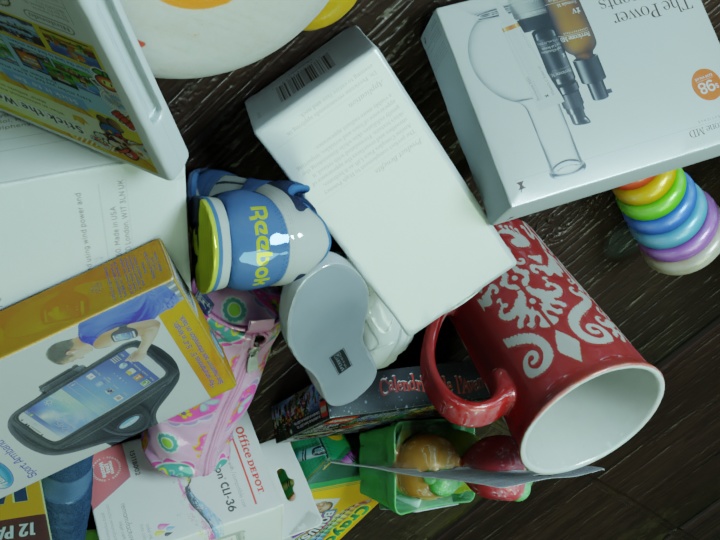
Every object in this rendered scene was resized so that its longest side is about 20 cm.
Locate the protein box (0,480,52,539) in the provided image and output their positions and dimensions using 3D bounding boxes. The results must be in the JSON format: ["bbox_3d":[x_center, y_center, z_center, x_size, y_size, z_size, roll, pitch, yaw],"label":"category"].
[{"bbox_3d":[-0.316,0.206,0.726,0.134,0.200,0.199,-5,134,-26],"label":"protein box"}]

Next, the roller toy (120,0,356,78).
[{"bbox_3d":[-0.096,-0.196,0.489,0.182,0.140,0.200,-22,139,-7],"label":"roller toy"}]

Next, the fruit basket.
[{"bbox_3d":[0.102,0.196,0.927,0.185,0.200,0.094,6,89,-49],"label":"fruit basket"}]

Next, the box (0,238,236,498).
[{"bbox_3d":[-0.187,0.070,0.585,0.200,0.042,0.119,-27,140,-6],"label":"box"}]

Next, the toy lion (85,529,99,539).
[{"bbox_3d":[-0.267,0.311,0.947,0.199,0.069,0.192,1,138,-31],"label":"toy lion"}]

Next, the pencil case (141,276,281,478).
[{"bbox_3d":[-0.124,0.087,0.804,0.087,0.088,0.200,2,132,-31],"label":"pencil case"}]

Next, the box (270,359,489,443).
[{"bbox_3d":[0.031,0.124,0.917,0.199,0.038,0.137,-4,164,-27],"label":"box"}]

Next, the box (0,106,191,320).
[{"bbox_3d":[-0.216,-0.019,0.607,0.199,0.131,0.199,-13,138,-19],"label":"box"}]

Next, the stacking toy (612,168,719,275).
[{"bbox_3d":[0.259,-0.079,0.868,0.085,0.085,0.200,-39,132,11],"label":"stacking toy"}]

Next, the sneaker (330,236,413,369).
[{"bbox_3d":[0.000,0.000,0.805,0.099,0.078,0.201,-2,124,-19],"label":"sneaker"}]

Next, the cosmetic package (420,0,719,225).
[{"bbox_3d":[0.162,-0.133,0.690,0.199,0.151,0.052,-18,172,-14],"label":"cosmetic package"}]

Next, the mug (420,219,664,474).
[{"bbox_3d":[0.137,0.051,0.826,0.177,0.200,0.134,18,122,-40],"label":"mug"}]

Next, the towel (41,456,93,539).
[{"bbox_3d":[-0.240,0.139,0.769,0.048,0.112,0.200,-6,134,-26],"label":"towel"}]

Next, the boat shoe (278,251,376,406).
[{"bbox_3d":[-0.031,0.035,0.739,0.070,0.066,0.200,-34,150,-8],"label":"boat shoe"}]

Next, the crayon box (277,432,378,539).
[{"bbox_3d":[-0.064,0.249,1.022,0.119,0.058,0.200,23,118,-43],"label":"crayon box"}]

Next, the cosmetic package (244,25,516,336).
[{"bbox_3d":[0.017,-0.061,0.691,0.102,0.074,0.200,-33,119,6],"label":"cosmetic package"}]

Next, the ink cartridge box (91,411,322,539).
[{"bbox_3d":[-0.144,0.204,0.887,0.199,0.117,0.068,-14,138,-19],"label":"ink cartridge box"}]

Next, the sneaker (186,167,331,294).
[{"bbox_3d":[-0.073,-0.027,0.637,0.082,0.200,0.074,-6,105,-12],"label":"sneaker"}]

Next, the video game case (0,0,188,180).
[{"bbox_3d":[-0.189,-0.130,0.455,0.023,0.199,0.182,-61,164,-21],"label":"video game case"}]
